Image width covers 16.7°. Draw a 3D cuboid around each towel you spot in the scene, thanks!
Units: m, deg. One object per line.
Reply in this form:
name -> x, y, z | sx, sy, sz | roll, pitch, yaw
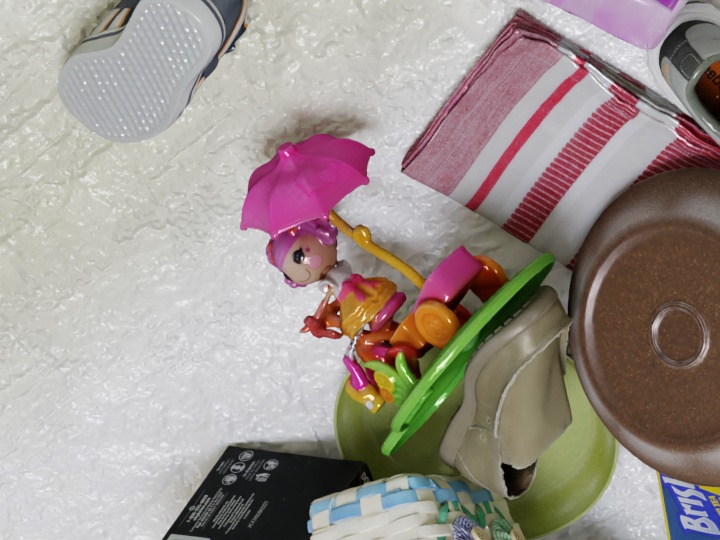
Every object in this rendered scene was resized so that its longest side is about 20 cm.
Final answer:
towel -> 0.143, -0.063, 1.563 | 0.199, 0.023, 0.144 | 30, 128, -11

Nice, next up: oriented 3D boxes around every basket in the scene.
basket -> 0.048, 0.239, 1.641 | 0.138, 0.176, 0.202 | -16, 78, 30

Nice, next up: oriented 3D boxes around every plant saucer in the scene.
plant saucer -> 0.081, 0.106, 1.699 | 0.198, 0.031, 0.201 | 6, 128, 8
plant saucer -> 0.204, 0.038, 1.519 | 0.199, 0.037, 0.202 | 6, 100, 37

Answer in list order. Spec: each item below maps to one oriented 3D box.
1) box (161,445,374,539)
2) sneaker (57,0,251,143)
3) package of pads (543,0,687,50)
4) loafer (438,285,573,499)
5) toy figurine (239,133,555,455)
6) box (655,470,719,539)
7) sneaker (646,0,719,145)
box -> -0.049, 0.251, 1.747 | 0.124, 0.149, 0.201 | 4, 131, 33
sneaker -> -0.121, -0.145, 1.529 | 0.078, 0.080, 0.200 | 41, 149, -12
package of pads -> 0.165, -0.234, 1.392 | 0.120, 0.076, 0.201 | 24, 128, -5
loafer -> 0.106, 0.081, 1.585 | 0.067, 0.076, 0.200 | 39, 151, 14
toy figurine -> 0.000, 0.000, 1.581 | 0.184, 0.150, 0.200 | 43, 143, 8
box -> 0.231, 0.119, 1.645 | 0.064, 0.070, 0.201 | -4, 129, 12
sneaker -> 0.256, -0.079, 1.482 | 0.200, 0.079, 0.074 | 34, 108, -17
